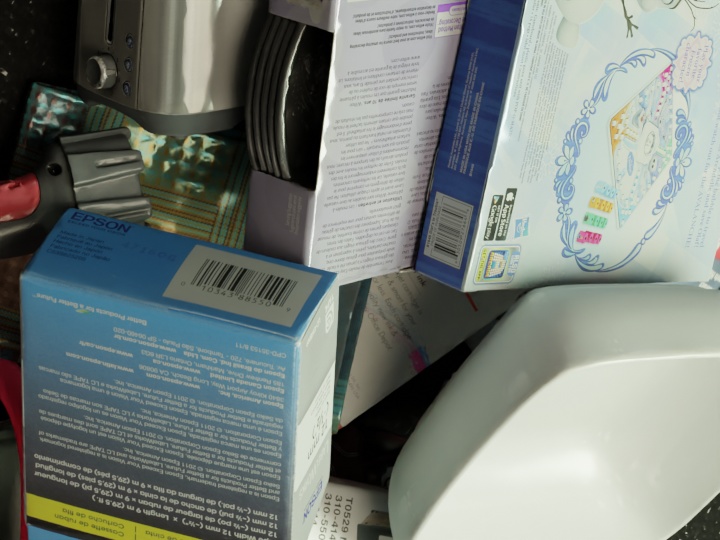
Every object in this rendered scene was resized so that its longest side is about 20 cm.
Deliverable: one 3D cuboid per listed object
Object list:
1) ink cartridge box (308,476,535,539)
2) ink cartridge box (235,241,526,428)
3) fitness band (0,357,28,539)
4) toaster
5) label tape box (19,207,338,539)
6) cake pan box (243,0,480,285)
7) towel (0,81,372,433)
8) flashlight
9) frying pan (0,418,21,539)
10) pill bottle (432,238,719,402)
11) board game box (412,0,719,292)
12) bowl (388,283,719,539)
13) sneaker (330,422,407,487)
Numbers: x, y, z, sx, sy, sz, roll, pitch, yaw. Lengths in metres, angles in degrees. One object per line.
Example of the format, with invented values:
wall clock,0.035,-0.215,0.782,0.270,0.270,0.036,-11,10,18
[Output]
ink cartridge box,-0.016,0.184,1.588,0.200,0.084,0.146,12,87,-31
ink cartridge box,0.000,0.000,1.594,0.200,0.067,0.117,-34,105,-14
fitness band,-0.226,0.125,1.520,0.144,0.037,0.200,-3,104,-14
toaster,-0.052,-0.151,1.486,0.200,0.114,0.129,-14,115,-33
label tape box,-0.090,0.079,1.457,0.066,0.143,0.200,-63,161,-48
cake pan box,0.028,-0.093,1.469,0.200,0.052,0.184,-15,116,-45
towel,-0.090,-0.005,1.515,0.200,0.022,0.147,14,85,-13
flashlight,-0.206,-0.032,1.450,0.200,0.068,0.068,-12,142,-16
frying pan,-0.186,0.095,1.557,0.115,0.031,0.190,-15,112,-22
pill bottle,0.127,0.022,1.669,0.120,0.120,0.200,29,93,-37
board game box,0.126,-0.091,1.505,0.199,0.043,0.200,-1,108,-45
bowl,0.117,0.075,1.533,0.200,0.075,0.200,-2,143,-36
sneaker,0.024,0.167,1.696,0.116,0.076,0.200,-43,126,-13
